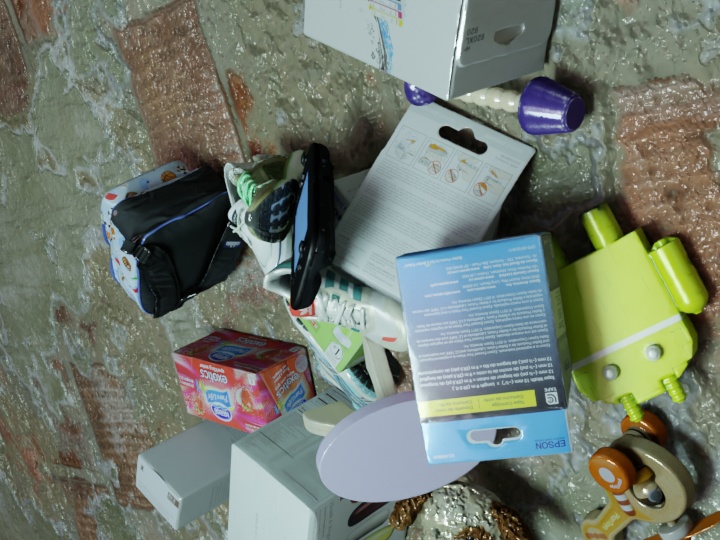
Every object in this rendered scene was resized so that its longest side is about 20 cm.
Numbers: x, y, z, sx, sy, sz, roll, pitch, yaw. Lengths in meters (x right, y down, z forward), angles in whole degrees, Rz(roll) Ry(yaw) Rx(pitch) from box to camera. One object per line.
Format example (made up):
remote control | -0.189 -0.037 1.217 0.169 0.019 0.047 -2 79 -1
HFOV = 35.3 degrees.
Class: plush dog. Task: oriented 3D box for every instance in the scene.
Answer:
plush dog | 0.123 0.316 1.290 0.198 0.161 0.173 5 121 19

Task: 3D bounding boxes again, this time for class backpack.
backpack | -0.261 -0.039 1.530 0.154 0.199 0.191 44 143 31

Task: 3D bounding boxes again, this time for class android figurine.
android figurine | 0.239 0.043 1.073 0.181 0.041 0.201 -27 85 26

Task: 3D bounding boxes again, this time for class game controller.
game controller | -0.055 -0.049 1.200 0.201 0.042 0.105 -92 25 -53

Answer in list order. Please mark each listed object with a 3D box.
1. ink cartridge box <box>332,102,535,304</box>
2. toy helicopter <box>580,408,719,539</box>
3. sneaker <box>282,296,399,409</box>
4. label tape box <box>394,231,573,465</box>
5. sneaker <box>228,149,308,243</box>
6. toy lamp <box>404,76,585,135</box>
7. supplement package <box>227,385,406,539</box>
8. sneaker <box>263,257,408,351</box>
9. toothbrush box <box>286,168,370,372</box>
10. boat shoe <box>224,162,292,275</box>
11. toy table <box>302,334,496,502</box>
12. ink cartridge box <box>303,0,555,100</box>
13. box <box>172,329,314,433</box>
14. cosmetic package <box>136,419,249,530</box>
ink cartridge box | 0.073 -0.063 1.179 0.162 0.201 0.050 29 174 31
toy helicopter | 0.283 0.243 1.157 0.132 0.079 0.201 40 146 16
sneaker | -0.040 0.097 1.429 0.200 0.077 0.087 51 142 18
label tape box | 0.121 0.073 1.069 0.142 0.066 0.202 -9 93 19
sneaker | -0.116 -0.090 1.314 0.088 0.200 0.078 11 112 7
toy lamp | 0.130 -0.172 1.112 0.199 0.058 0.059 21 124 40
supplement package | -0.047 0.284 1.433 0.147 0.199 0.193 33 132 33
sneaker | -0.025 0.041 1.228 0.199 0.093 0.071 33 130 37
toothbrush box | 0.000 0.000 1.324 0.146 0.086 0.200 53 140 18
boat shoe | -0.131 -0.060 1.386 0.201 0.066 0.074 -112 38 -48
toy table | 0.039 0.172 1.271 0.117 0.198 0.185 -120 30 -60
ink cartridge box | 0.067 -0.272 1.060 0.199 0.147 0.146 31 130 34
box | -0.163 0.155 1.580 0.199 0.095 0.101 8 116 46
cosmetic package | -0.212 0.274 1.612 0.102 0.199 0.074 39 134 29
